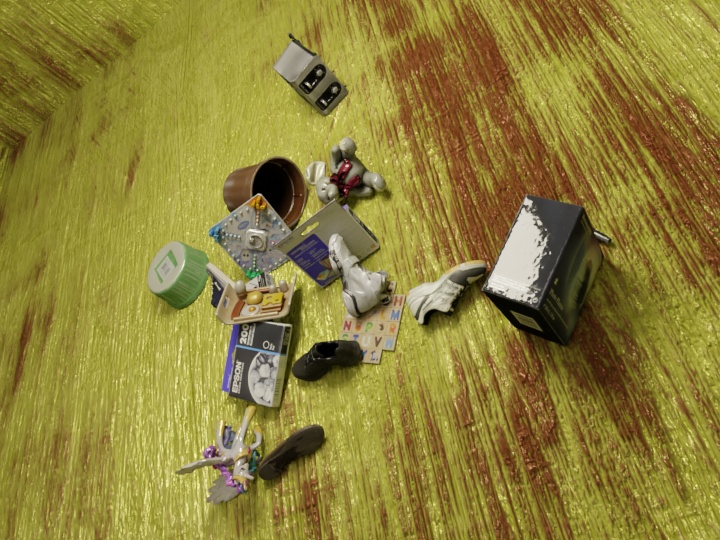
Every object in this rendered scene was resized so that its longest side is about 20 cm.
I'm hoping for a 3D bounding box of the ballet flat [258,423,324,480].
[{"bbox_3d":[-0.161,0.413,1.289,0.199,0.067,0.047,-42,17,14],"label":"ballet flat"}]

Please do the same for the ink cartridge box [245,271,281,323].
[{"bbox_3d":[-0.270,0.112,1.524,0.093,0.044,0.204,-31,53,19],"label":"ink cartridge box"}]

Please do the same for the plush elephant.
[{"bbox_3d":[-0.058,-0.236,1.483,0.155,0.165,0.199,-45,19,-11],"label":"plush elephant"}]

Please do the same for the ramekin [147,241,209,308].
[{"bbox_3d":[-0.583,0.008,1.766,0.196,0.097,0.205,-16,58,28],"label":"ramekin"}]

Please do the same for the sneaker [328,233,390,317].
[{"bbox_3d":[0.000,0.000,1.328,0.112,0.075,0.205,-17,92,18],"label":"sneaker"}]

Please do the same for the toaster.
[{"bbox_3d":[-0.160,-0.603,1.725,0.119,0.180,0.200,-47,50,6],"label":"toaster"}]

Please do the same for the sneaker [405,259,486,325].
[{"bbox_3d":[0.197,0.052,1.216,0.197,0.075,0.089,-31,67,23],"label":"sneaker"}]

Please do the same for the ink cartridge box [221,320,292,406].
[{"bbox_3d":[-0.277,0.227,1.422,0.195,0.043,0.204,5,83,29],"label":"ink cartridge box"}]

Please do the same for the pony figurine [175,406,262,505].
[{"bbox_3d":[-0.318,0.450,1.330,0.190,0.167,0.203,-25,37,19],"label":"pony figurine"}]

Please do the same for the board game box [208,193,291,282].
[{"bbox_3d":[-0.290,-0.081,1.539,0.197,0.201,0.026,-30,25,20],"label":"board game box"}]

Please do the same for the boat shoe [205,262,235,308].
[{"bbox_3d":[-0.420,0.055,1.639,0.198,0.075,0.093,32,79,41],"label":"boat shoe"}]

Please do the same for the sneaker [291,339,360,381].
[{"bbox_3d":[-0.097,0.204,1.320,0.197,0.090,0.078,-28,57,28],"label":"sneaker"}]

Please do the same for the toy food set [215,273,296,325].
[{"bbox_3d":[-0.265,0.064,1.440,0.194,0.062,0.145,-9,31,6],"label":"toy food set"}]

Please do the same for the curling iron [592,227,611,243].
[{"bbox_3d":[0.423,-0.097,1.146,0.049,0.026,0.198,-29,45,-30],"label":"curling iron"}]

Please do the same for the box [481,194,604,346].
[{"bbox_3d":[0.347,0.003,1.037,0.121,0.199,0.202,19,78,40],"label":"box"}]

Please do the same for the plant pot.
[{"bbox_3d":[-0.292,-0.227,1.629,0.195,0.199,0.205,9,71,45],"label":"plant pot"}]

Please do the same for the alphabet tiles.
[{"bbox_3d":[0.025,0.120,1.334,0.163,0.006,0.205,0,67,36],"label":"alphabet tiles"}]

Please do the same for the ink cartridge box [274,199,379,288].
[{"bbox_3d":[-0.083,-0.071,1.382,0.196,0.200,0.044,-33,42,15],"label":"ink cartridge box"}]
